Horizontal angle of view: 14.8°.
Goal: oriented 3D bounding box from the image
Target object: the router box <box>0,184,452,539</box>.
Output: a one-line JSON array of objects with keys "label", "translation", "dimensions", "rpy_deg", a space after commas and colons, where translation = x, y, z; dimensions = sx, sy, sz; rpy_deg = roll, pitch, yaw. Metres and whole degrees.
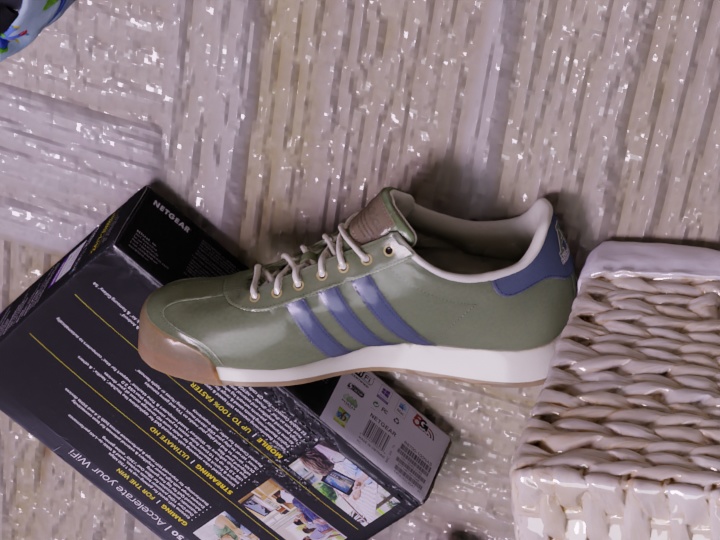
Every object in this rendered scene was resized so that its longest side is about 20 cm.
[{"label": "router box", "translation": [-0.077, 0.068, 1.369], "dimensions": [0.200, 0.051, 0.149], "rpy_deg": [41, 134, -13]}]

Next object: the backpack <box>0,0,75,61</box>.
[{"label": "backpack", "translation": [-0.196, -0.177, 1.163], "dimensions": [0.200, 0.154, 0.163], "rpy_deg": [53, 129, 5]}]

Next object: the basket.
[{"label": "basket", "translation": [0.183, 0.112, 1.225], "dimensions": [0.198, 0.161, 0.200], "rpy_deg": [5, 129, 20]}]

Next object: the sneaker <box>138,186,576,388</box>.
[{"label": "sneaker", "translation": [0.000, 0.000, 1.253], "dimensions": [0.200, 0.067, 0.090], "rpy_deg": [2, 123, -3]}]
